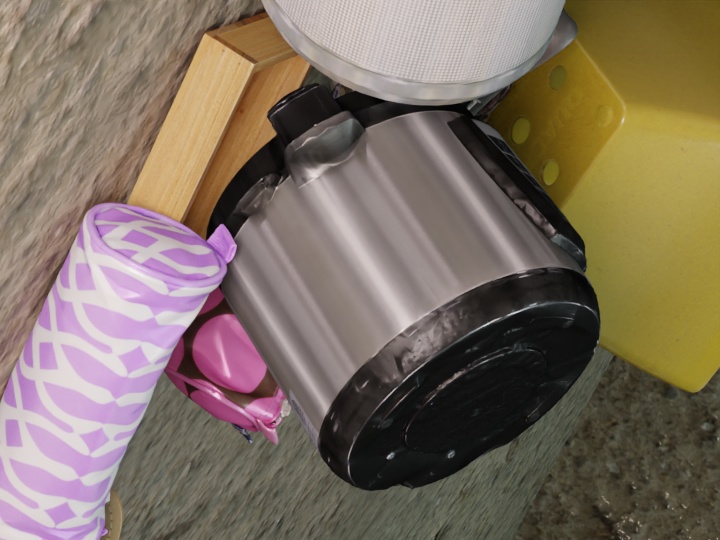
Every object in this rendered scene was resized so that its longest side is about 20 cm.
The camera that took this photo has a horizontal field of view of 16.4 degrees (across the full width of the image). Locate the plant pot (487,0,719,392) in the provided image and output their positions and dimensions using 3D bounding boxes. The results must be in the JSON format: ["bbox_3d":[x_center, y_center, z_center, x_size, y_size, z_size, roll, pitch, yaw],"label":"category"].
[{"bbox_3d":[0.163,-0.071,1.590,0.176,0.200,0.200,14,122,-38],"label":"plant pot"}]

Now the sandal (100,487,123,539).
[{"bbox_3d":[-0.207,0.185,1.456,0.212,0.077,0.070,-55,-171,18],"label":"sandal"}]

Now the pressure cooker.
[{"bbox_3d":[0.013,-0.005,1.350,0.178,0.200,0.176,-8,143,-41],"label":"pressure cooker"}]

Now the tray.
[{"bbox_3d":[-0.092,-0.044,1.370,0.201,0.037,0.099,-62,168,23],"label":"tray"}]

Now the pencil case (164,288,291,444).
[{"bbox_3d":[-0.039,0.006,1.562,0.201,0.093,0.091,-57,153,-10],"label":"pencil case"}]

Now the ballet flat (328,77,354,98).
[{"bbox_3d":[0.023,-0.150,1.482,0.201,0.072,0.072,-54,168,-13],"label":"ballet flat"}]

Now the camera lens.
[{"bbox_3d":[0.038,-0.193,1.214,0.160,0.159,0.201,-48,165,-38],"label":"camera lens"}]

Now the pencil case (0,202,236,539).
[{"bbox_3d":[-0.139,0.062,1.321,0.085,0.084,0.201,10,120,-31],"label":"pencil case"}]

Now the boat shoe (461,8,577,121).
[{"bbox_3d":[0.075,-0.116,1.496,0.067,0.057,0.200,-54,180,-23],"label":"boat shoe"}]
